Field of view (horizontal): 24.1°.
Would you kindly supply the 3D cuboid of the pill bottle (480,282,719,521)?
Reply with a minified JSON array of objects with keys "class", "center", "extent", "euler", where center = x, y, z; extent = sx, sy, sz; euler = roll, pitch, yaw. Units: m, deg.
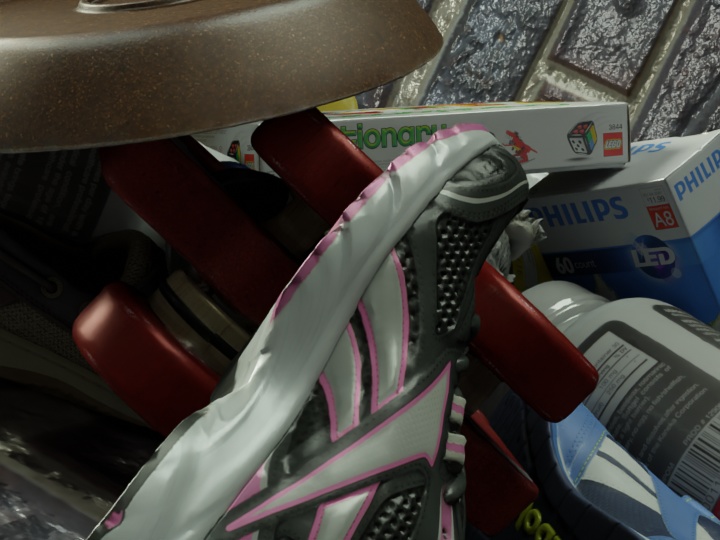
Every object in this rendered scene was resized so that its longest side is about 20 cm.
[{"class":"pill bottle","center":[0.143,0.080,0.768],"extent":[0.111,0.111,0.200],"euler":[18,11,-41]}]

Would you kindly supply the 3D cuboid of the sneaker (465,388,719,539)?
[{"class":"sneaker","center":[0.097,0.108,0.664],"extent":[0.082,0.074,0.200],"euler":[22,17,-21]}]

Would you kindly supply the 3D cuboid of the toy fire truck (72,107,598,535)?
[{"class":"toy fire truck","center":[-0.018,0.016,0.620],"extent":[0.200,0.112,0.168],"euler":[42,1,-15]}]

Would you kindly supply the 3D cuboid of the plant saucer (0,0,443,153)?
[{"class":"plant saucer","center":[-0.072,-0.084,0.598],"extent":[0.200,0.035,0.200],"euler":[-8,18,3]}]

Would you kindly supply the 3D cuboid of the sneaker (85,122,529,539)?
[{"class":"sneaker","center":[-0.002,0.050,0.469],"extent":[0.086,0.200,0.080],"euler":[38,-26,-2]}]

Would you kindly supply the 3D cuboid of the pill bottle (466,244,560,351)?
[{"class":"pill bottle","center":[0.097,0.035,0.949],"extent":[0.200,0.112,0.112],"euler":[18,11,-40]}]

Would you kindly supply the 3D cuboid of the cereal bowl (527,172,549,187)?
[{"class":"cereal bowl","center":[0.110,-0.029,1.162],"extent":[0.200,0.083,0.200],"euler":[36,4,-3]}]

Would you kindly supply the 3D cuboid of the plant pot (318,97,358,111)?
[{"class":"plant pot","center":[-0.109,-0.122,1.090],"extent":[0.189,0.201,0.201],"euler":[37,2,-30]}]

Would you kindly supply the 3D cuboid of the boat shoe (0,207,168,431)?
[{"class":"boat shoe","center":[-0.098,0.015,0.659],"extent":[0.200,0.065,0.072],"euler":[20,14,-28]}]

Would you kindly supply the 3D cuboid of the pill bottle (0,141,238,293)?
[{"class":"pill bottle","center":[-0.153,-0.045,0.717],"extent":[0.200,0.111,0.111],"euler":[21,10,-25]}]

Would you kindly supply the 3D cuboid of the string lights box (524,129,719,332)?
[{"class":"string lights box","center":[0.171,0.032,0.870],"extent":[0.103,0.059,0.200],"euler":[-7,-65,51]}]

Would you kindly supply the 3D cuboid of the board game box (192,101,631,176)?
[{"class":"board game box","center":[0.016,-0.063,0.839],"extent":[0.200,0.035,0.126],"euler":[-6,8,-26]}]

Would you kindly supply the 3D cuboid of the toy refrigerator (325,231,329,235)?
[{"class":"toy refrigerator","center":[-0.031,-0.009,0.970],"extent":[0.070,0.076,0.200],"euler":[33,12,39]}]

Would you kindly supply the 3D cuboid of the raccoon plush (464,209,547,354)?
[{"class":"raccoon plush","center":[0.000,0.000,0.800],"extent":[0.097,0.134,0.200],"euler":[20,10,-33]}]
